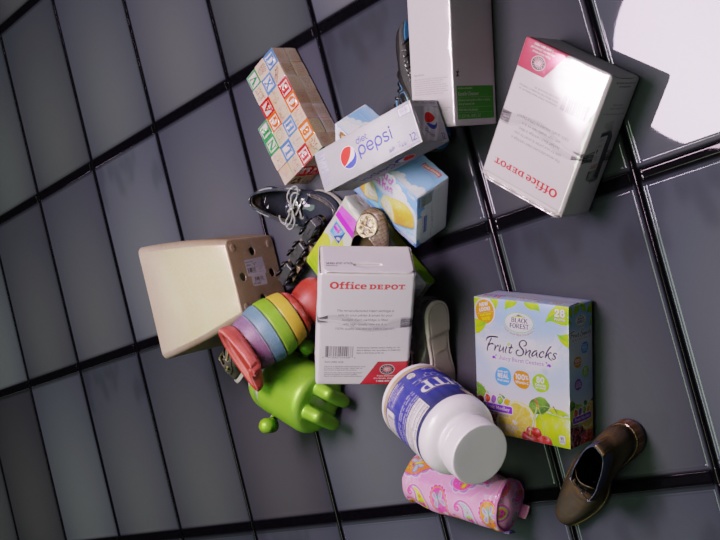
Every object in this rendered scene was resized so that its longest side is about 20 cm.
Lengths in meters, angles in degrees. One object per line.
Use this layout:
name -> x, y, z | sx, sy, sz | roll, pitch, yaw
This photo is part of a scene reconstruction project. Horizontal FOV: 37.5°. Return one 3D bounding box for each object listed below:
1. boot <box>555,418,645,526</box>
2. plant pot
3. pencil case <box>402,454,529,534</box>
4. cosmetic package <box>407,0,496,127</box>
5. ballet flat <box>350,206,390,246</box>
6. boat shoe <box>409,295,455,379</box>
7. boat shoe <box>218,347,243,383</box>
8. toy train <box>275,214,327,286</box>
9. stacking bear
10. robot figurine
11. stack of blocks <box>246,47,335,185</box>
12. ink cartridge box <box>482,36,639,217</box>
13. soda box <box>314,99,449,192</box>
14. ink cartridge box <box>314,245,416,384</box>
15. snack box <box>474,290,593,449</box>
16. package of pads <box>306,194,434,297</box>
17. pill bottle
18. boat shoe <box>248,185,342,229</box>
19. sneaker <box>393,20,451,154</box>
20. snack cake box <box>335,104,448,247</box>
boot -> 0.307, 0.289, 1.465 | 0.075, 0.096, 0.202 | 45, 125, 29
plant pot -> -0.248, 0.029, 1.898 | 0.175, 0.199, 0.203 | -15, 87, 33
pencil case -> 0.159, 0.340, 1.629 | 0.198, 0.087, 0.089 | 7, 102, 42
cosmetic package -> 0.130, -0.309, 1.521 | 0.084, 0.107, 0.203 | 5, 102, 43
ballet flat -> 0.000, 0.000, 1.650 | 0.067, 0.046, 0.203 | 28, 114, 35
boat shoe -> 0.106, 0.136, 1.652 | 0.057, 0.066, 0.203 | 18, 115, 50
boat shoe -> -0.222, 0.153, 1.920 | 0.060, 0.073, 0.202 | 28, 160, -4
toy train -> -0.099, -0.033, 1.811 | 0.034, 0.046, 0.200 | 49, 143, 12
stacking bear -> -0.128, 0.088, 1.780 | 0.114, 0.199, 0.122 | 49, 163, 19
robot figurine -> -0.114, 0.207, 1.841 | 0.199, 0.115, 0.177 | 24, 87, 40
stack of blocks -> -0.119, -0.262, 1.801 | 0.115, 0.058, 0.202 | -39, 70, 41
ink cartridge box -> 0.266, -0.192, 1.426 | 0.145, 0.084, 0.202 | 35, 118, 34
soda box -> 0.028, -0.176, 1.518 | 0.199, 0.068, 0.064 | -24, 81, 41
ink cartridge box -> 0.004, 0.067, 1.599 | 0.084, 0.142, 0.202 | -97, 9, -58
snack box -> 0.246, 0.138, 1.517 | 0.167, 0.067, 0.203 | 4, 100, 45
package of pads -> 0.010, 0.001, 1.718 | 0.201, 0.068, 0.155 | 53, 128, 24
pill bottle -> 0.123, 0.224, 1.532 | 0.200, 0.118, 0.122 | -146, 58, -60
boat shoe -> -0.111, -0.110, 1.819 | 0.198, 0.061, 0.076 | 19, 109, 40
sneaker -> 0.076, -0.273, 1.602 | 0.081, 0.072, 0.203 | -10, 89, 51
snack cake box -> 0.046, -0.146, 1.627 | 0.200, 0.067, 0.116 | 45, 156, 30
